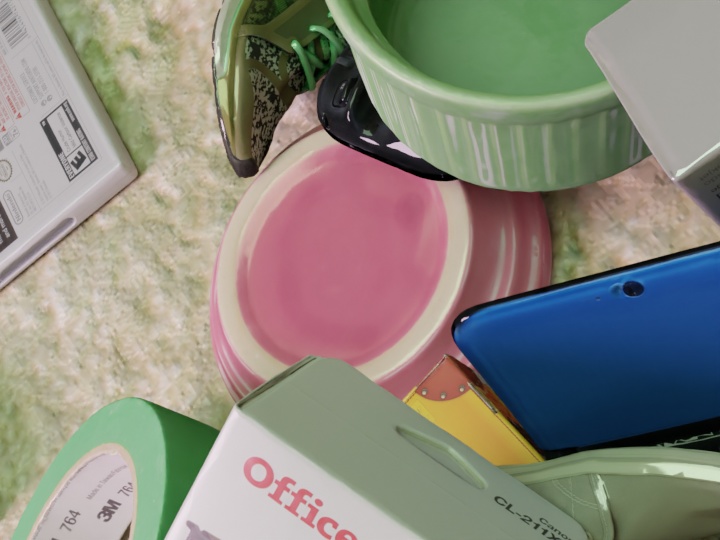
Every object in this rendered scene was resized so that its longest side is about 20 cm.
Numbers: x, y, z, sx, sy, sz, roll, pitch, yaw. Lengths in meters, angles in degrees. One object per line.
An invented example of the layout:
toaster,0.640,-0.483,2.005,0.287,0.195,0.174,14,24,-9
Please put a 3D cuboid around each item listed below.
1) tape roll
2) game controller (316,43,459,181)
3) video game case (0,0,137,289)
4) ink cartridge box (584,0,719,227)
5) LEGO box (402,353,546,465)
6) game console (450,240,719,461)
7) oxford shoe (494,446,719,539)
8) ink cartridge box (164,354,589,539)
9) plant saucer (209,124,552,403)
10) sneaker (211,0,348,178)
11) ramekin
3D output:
tape roll,-0.130,0.164,1.006,0.200,0.048,0.201,-44,32,38
game controller,0.064,-0.133,1.045,0.104,0.042,0.200,28,69,21
video game case,-0.244,-0.076,1.240,0.182,0.023,0.200,-38,58,12
ink cartridge box,0.207,-0.077,0.868,0.147,0.200,0.083,-35,61,15
LEGO box,0.034,0.165,0.948,0.200,0.077,0.149,-47,56,6
game console,0.163,0.014,0.857,0.200,0.171,0.118,-15,108,23
oxford shoe,0.089,0.112,0.845,0.200,0.075,0.058,-11,59,31
ink cartridge box,-0.019,0.159,0.826,0.146,0.083,0.200,33,114,14
plant saucer,0.000,0.000,1.049,0.200,0.051,0.201,-12,65,27
sneaker,-0.022,-0.138,1.095,0.088,0.077,0.200,11,65,16
ramekin,0.083,-0.135,0.964,0.200,0.098,0.200,-3,61,6
